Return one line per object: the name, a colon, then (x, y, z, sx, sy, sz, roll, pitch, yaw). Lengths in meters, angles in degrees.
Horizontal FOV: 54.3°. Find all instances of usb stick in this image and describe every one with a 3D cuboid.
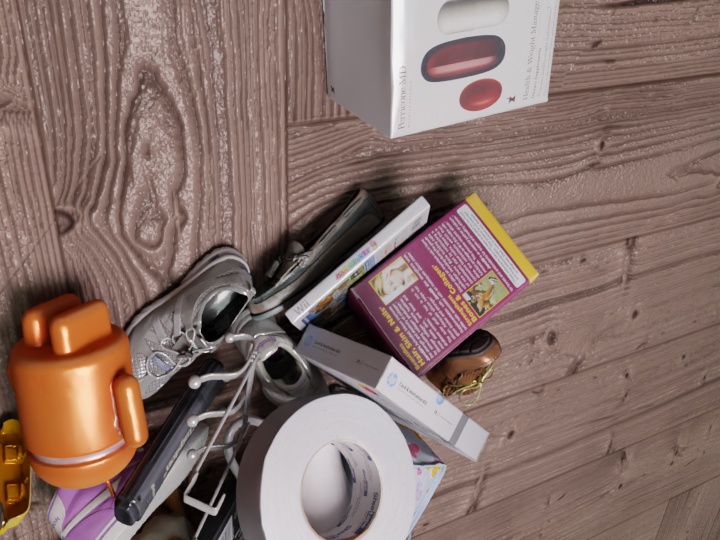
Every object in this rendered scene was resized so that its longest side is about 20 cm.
usb stick: (-0.207, 0.183, 0.781, 0.032, 0.202, 0.056, 25, 138, 2)

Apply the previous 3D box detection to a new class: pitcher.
pitcher: (-0.086, 0.278, 0.854, 0.166, 0.121, 0.206, 0, 82, 3)

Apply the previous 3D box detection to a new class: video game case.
video game case: (-0.164, 0.364, 0.880, 0.025, 0.200, 0.186, 4, 107, 9)
video game case: (0.000, 0.000, 0.832, 0.199, 0.018, 0.143, -41, 171, -5)

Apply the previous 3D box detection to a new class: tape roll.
tape roll: (-0.034, 0.240, 0.770, 0.196, 0.066, 0.206, 9, 74, -31)

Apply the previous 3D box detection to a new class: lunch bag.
lunch bag: (0.001, 0.291, 0.960, 0.125, 0.169, 0.204, 15, 107, -40)

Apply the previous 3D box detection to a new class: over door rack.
over door rack: (-0.157, 0.185, 0.731, 0.065, 0.203, 0.150, 11, 134, -3)

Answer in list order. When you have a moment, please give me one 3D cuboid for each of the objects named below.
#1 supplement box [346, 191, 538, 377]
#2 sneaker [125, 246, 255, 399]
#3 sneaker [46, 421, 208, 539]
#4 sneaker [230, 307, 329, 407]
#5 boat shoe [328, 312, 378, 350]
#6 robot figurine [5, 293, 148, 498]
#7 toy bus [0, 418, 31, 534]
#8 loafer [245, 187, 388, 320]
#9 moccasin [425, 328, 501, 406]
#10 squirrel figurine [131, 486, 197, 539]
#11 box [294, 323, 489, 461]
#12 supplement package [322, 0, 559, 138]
supplement box: (0.097, 0.025, 0.862, 0.198, 0.132, 0.103, -36, 172, -11)
sneaker: (-0.193, 0.066, 0.765, 0.201, 0.082, 0.074, -50, 130, 3)
sneaker: (-0.272, 0.228, 0.819, 0.200, 0.113, 0.074, -45, 163, -43)
sneaker: (-0.089, 0.135, 0.859, 0.074, 0.100, 0.201, -40, 131, -7)
boat shoe: (0.043, 0.089, 0.929, 0.196, 0.074, 0.077, -18, 126, -22)
robot figurine: (-0.287, 0.130, 0.713, 0.140, 0.117, 0.206, -5, 108, -12)
toy bus: (-0.448, 0.242, 0.691, 0.196, 0.137, 0.194, 9, 125, -37)
loafer: (-0.058, -0.022, 0.818, 0.198, 0.071, 0.064, -36, 111, -18)
moccasin: (0.141, 0.134, 0.945, 0.073, 0.079, 0.202, -31, 171, -26)
squirrel figurine: (-0.282, 0.390, 0.870, 0.183, 0.142, 0.204, -23, 125, -9)
box: (0.037, 0.141, 0.811, 0.199, 0.154, 0.042, 39, 75, -36)
supplement package: (0.078, -0.263, 0.698, 0.196, 0.147, 0.196, -17, 125, -23)
